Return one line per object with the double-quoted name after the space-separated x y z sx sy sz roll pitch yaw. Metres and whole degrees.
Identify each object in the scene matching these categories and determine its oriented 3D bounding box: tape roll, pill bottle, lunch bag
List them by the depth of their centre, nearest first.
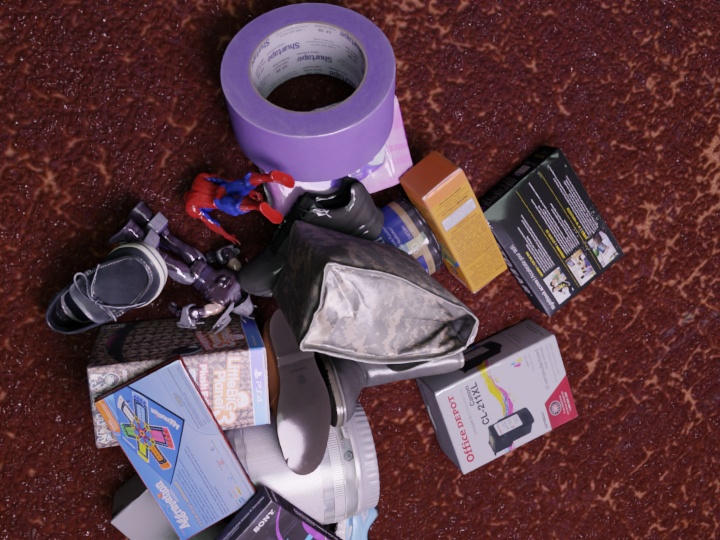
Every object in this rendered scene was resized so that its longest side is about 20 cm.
0.017 0.032 0.784 0.198 0.164 0.119 12 105 -22 "lunch bag"
-0.058 -0.209 0.812 0.198 0.085 0.202 0 63 1 "tape roll"
0.000 0.000 0.921 0.199 0.112 0.112 -32 109 -7 "pill bottle"

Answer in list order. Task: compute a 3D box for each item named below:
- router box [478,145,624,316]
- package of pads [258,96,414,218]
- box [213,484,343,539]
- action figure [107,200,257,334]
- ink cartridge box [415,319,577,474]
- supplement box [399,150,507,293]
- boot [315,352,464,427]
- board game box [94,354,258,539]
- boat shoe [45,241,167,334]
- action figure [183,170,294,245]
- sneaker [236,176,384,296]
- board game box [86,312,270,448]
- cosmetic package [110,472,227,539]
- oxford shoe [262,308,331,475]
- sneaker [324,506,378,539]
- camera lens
0.273 -0.056 1.015 0.149 0.051 0.200 -39 109 -2 "router box"
-0.039 -0.148 0.895 0.198 0.076 0.122 -20 110 -10 "package of pads"
-0.099 0.368 0.851 0.143 0.036 0.200 -47 121 -4 "box"
-0.209 -0.001 0.865 0.200 0.131 0.069 39 133 -15 "action figure"
0.202 0.186 1.034 0.199 0.083 0.147 -24 108 -9 "ink cartridge box"
0.128 -0.060 0.932 0.069 0.067 0.200 -40 131 -3 "supplement box"
0.043 0.137 0.935 0.198 0.182 0.073 1 116 -11 "boot"
-0.205 0.204 0.791 0.102 0.019 0.201 -27 109 -9 "board game box"
-0.300 0.027 0.814 0.199 0.062 0.075 -23 107 32 "boat shoe"
-0.140 -0.076 0.839 0.099 0.199 0.066 32 73 -43 "action figure"
-0.070 -0.046 0.851 0.199 0.076 0.091 -34 135 -7 "sneaker"
-0.222 0.126 0.863 0.198 0.159 0.098 -5 104 -15 "board game box"
-0.233 0.350 0.952 0.107 0.090 0.201 -39 106 -5 "cosmetic package"
-0.084 0.150 0.867 0.071 0.071 0.202 -3 78 -27 "oxford shoe"
-0.016 0.433 1.035 0.089 0.078 0.202 8 100 -20 "sneaker"
-0.089 0.262 0.930 0.198 0.160 0.162 -8 105 -13 "camera lens"
